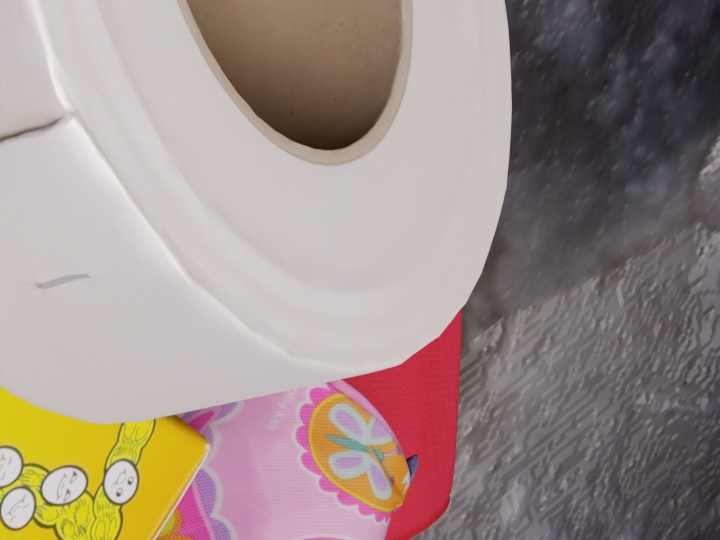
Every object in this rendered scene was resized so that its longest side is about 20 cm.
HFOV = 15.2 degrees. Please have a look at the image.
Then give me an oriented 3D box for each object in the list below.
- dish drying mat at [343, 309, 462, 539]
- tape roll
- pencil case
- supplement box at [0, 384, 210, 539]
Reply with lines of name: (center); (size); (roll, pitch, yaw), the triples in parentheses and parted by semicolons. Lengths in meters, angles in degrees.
dish drying mat: (0.000, 0.000, 0.814); (0.077, 0.018, 0.201); (-22, 125, -33)
tape roll: (-0.044, -0.068, 0.619); (0.202, 0.071, 0.203); (28, 57, -52)
pencil case: (-0.059, 0.110, 0.728); (0.200, 0.087, 0.088); (-61, 143, -33)
supplement box: (-0.150, 0.029, 0.620); (0.110, 0.109, 0.200); (-57, 138, -3)
